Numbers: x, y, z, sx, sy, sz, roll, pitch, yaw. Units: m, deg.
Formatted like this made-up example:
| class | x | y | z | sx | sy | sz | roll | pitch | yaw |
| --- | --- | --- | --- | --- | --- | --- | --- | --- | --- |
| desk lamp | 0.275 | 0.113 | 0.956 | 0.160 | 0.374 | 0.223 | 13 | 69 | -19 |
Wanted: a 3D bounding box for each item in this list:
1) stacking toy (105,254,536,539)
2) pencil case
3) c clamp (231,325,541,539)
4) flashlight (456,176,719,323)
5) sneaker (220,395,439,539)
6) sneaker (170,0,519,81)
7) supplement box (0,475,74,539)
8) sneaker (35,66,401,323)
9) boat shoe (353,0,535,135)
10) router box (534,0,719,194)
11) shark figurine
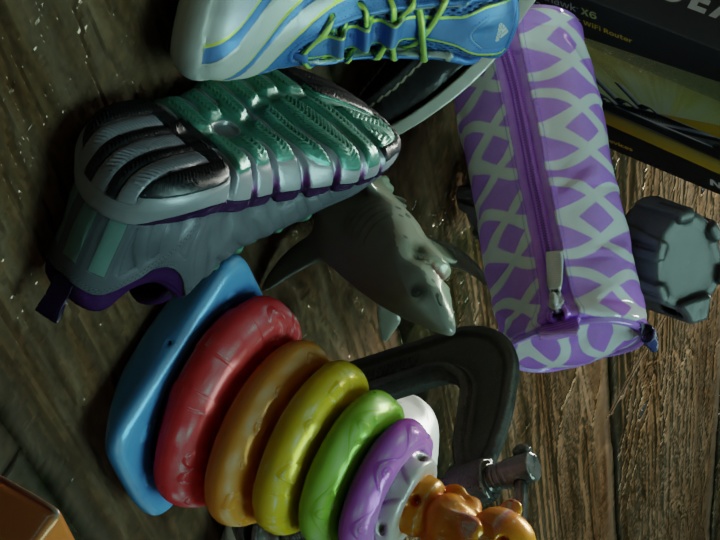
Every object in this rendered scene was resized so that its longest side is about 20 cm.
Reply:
| class | x | y | z | sx | sy | sz | roll | pitch | yaw |
| --- | --- | --- | --- | --- | --- | --- | --- | --- | --- |
| stacking toy | -0.007 | 0.089 | 0.972 | 0.116 | 0.200 | 0.110 | -59 | 160 | -18 |
| pencil case | 0.095 | -0.043 | 1.118 | 0.085 | 0.084 | 0.201 | 30 | 45 | -60 |
| c clamp | 0.006 | 0.099 | 1.043 | 0.027 | 0.200 | 0.171 | 47 | 43 | -35 |
| flashlight | 0.130 | -0.029 | 1.202 | 0.068 | 0.200 | 0.068 | 31 | 85 | -28 |
| sneaker | -0.008 | 0.111 | 1.196 | 0.200 | 0.074 | 0.087 | -36 | 141 | -55 |
| sneaker | 0.008 | -0.121 | 0.895 | 0.200 | 0.105 | 0.076 | -43 | 151 | -48 |
| supplement box | -0.188 | 0.170 | 0.805 | 0.200 | 0.069 | 0.067 | -53 | 156 | -24 |
| sneaker | -0.063 | -0.033 | 0.901 | 0.200 | 0.074 | 0.088 | -14 | 141 | -54 |
| boat shoe | 0.058 | -0.146 | 1.063 | 0.200 | 0.060 | 0.074 | -45 | -159 | -8 |
| router box | 0.185 | -0.115 | 1.219 | 0.052 | 0.200 | 0.157 | -58 | 159 | -20 |
| shark figurine | -0.007 | -0.011 | 1.077 | 0.089 | 0.128 | 0.214 | -40 | 180 | 4 |
